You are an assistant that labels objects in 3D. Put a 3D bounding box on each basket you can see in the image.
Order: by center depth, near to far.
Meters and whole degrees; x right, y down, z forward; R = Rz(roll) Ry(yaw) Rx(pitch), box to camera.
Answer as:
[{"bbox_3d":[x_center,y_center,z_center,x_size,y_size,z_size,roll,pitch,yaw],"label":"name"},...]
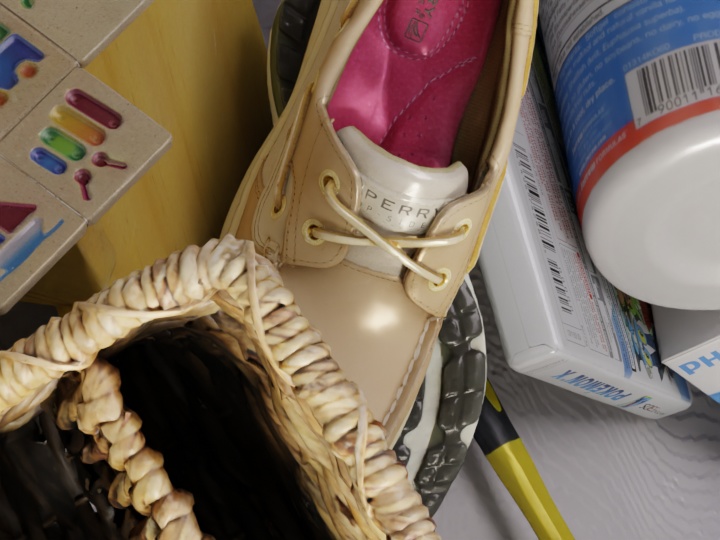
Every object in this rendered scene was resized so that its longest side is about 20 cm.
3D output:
[{"bbox_3d":[-0.045,0.111,0.722,0.142,0.149,0.201,-30,89,-12],"label":"basket"}]

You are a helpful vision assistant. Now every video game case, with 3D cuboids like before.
[{"bbox_3d":[0.060,-0.051,1.041,0.182,0.022,0.201,22,50,-68],"label":"video game case"}]

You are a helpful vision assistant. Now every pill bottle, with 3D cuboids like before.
[{"bbox_3d":[0.118,-0.096,1.042,0.112,0.112,0.201,24,44,-37],"label":"pill bottle"}]

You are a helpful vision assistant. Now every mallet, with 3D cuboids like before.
[{"bbox_3d":[0.048,0.069,0.997,0.200,0.041,0.066,56,33,3],"label":"mallet"}]

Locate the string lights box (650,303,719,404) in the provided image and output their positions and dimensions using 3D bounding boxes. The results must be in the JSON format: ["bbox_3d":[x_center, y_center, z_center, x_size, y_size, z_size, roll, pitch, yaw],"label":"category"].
[{"bbox_3d":[0.185,0.021,1.139,0.200,0.059,0.103,34,40,-44],"label":"string lights box"}]

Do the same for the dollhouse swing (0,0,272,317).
[{"bbox_3d":[-0.120,-0.053,0.887,0.181,0.176,0.201,9,46,5],"label":"dollhouse swing"}]

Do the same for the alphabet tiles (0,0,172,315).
[{"bbox_3d":[-0.155,-0.057,0.756,0.200,0.006,0.166,36,65,16],"label":"alphabet tiles"}]

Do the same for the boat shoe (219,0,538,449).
[{"bbox_3d":[0.005,-0.027,0.869,0.073,0.069,0.201,15,82,-13],"label":"boat shoe"}]

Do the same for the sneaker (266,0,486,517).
[{"bbox_3d":[0.000,0.000,0.949,0.076,0.089,0.201,6,83,-6],"label":"sneaker"}]
